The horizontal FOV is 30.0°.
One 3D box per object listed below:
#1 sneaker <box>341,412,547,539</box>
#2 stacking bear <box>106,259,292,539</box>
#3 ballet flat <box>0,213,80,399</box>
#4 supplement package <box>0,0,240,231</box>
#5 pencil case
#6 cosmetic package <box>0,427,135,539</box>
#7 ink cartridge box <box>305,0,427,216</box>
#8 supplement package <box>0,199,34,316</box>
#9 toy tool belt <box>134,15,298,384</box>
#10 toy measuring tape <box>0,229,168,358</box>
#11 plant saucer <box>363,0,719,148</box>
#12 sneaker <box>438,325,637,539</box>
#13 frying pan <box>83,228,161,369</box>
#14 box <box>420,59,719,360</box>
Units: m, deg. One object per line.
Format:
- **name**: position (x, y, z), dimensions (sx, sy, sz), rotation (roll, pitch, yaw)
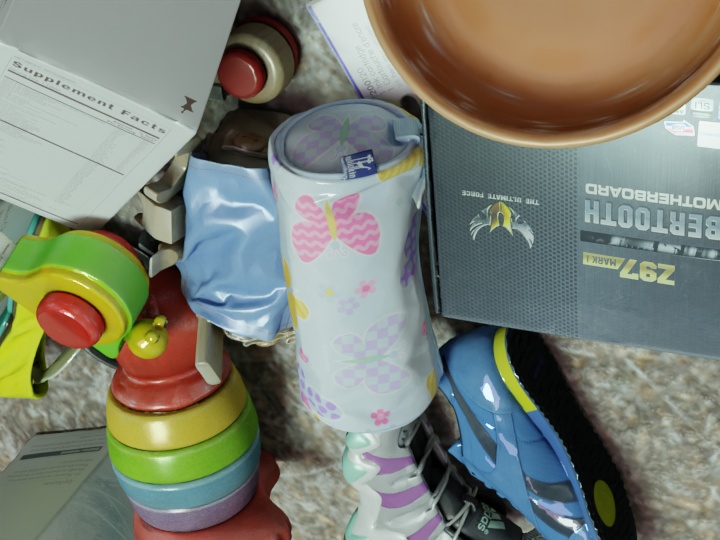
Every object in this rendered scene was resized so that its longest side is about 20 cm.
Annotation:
- **sneaker**: position (0.062, 0.152, 0.911), dimensions (0.139, 0.078, 0.201), rotation (16, 136, 16)
- **stacking bear**: position (-0.122, 0.091, 0.920), dimensions (0.113, 0.122, 0.201), rotation (-12, 118, -6)
- **ballet flat**: position (-0.223, 0.029, 0.952), dimensions (0.067, 0.067, 0.200), rotation (23, 134, -12)
- **supplement package**: position (-0.157, -0.113, 0.756), dimensions (0.113, 0.110, 0.200), rotation (24, 157, -20)
- **pencil case**: position (0.000, 0.000, 0.779), dimensions (0.090, 0.083, 0.201), rotation (-14, 128, -13)
- **cosmetic package**: position (-0.226, 0.263, 1.051), dimensions (0.123, 0.200, 0.200), rotation (-9, 117, 33)
- **ink cartridge box**: position (0.099, -0.104, 0.729), dimensions (0.199, 0.043, 0.199), rotation (-18, 111, 34)
- **supplement package**: position (-0.310, -0.046, 0.943), dimensions (0.156, 0.111, 0.200), rotation (36, 132, 2)
- **toy tool belt**: position (-0.075, -0.039, 0.815), dimensions (0.124, 0.123, 0.201), rotation (11, 126, 21)
- **toy measuring tape**: position (-0.191, -0.012, 0.797), dimensions (0.200, 0.074, 0.074), rotation (39, 132, -18)
- **plant saucer**: position (0.096, -0.156, 0.625), dimensions (0.199, 0.037, 0.201), rotation (0, 91, 23)
- **sneaker**: position (0.111, 0.125, 0.863), dimensions (0.078, 0.066, 0.201), rotation (-24, 103, 30)
- **frying pan**: position (-0.168, -0.008, 0.946), dimensions (0.114, 0.031, 0.191), rotation (16, 125, 16)
- **box**: position (0.133, -0.039, 0.695), dimensions (0.199, 0.051, 0.158), rotation (9, 125, 22)
